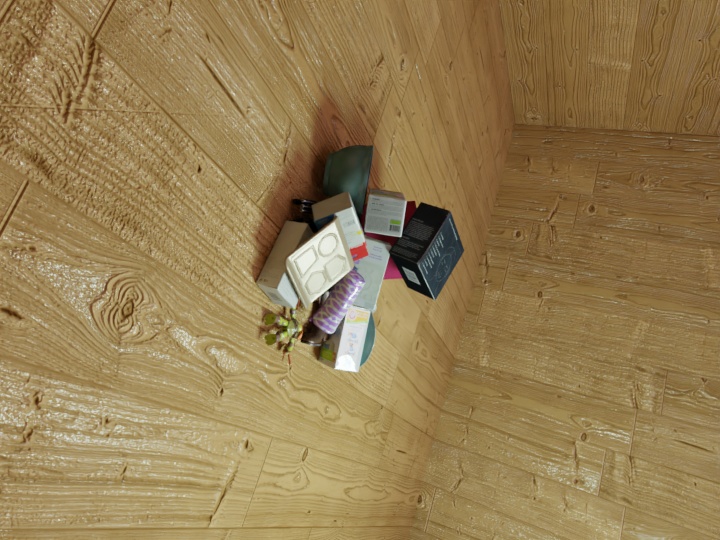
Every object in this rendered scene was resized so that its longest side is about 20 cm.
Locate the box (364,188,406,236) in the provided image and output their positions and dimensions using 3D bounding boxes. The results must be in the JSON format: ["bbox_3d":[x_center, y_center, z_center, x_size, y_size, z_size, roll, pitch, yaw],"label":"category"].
[{"bbox_3d":[0.071,-0.175,1.565,0.200,0.108,0.106,-80,179,-76],"label":"box"}]

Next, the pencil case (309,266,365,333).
[{"bbox_3d":[-0.064,0.085,1.554,0.204,0.084,0.084,-59,-165,9],"label":"pencil case"}]

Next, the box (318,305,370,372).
[{"bbox_3d":[-0.053,0.216,1.746,0.099,0.111,0.208,15,86,-35],"label":"box"}]

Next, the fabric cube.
[{"bbox_3d":[0.101,-0.104,1.808,0.202,0.191,0.203,-90,175,-60],"label":"fabric cube"}]

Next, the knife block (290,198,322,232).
[{"bbox_3d":[-0.125,-0.177,1.536,0.203,0.062,0.179,-59,148,-35],"label":"knife block"}]

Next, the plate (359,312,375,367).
[{"bbox_3d":[-0.016,0.225,1.801,0.025,0.198,0.208,15,85,-32],"label":"plate"}]

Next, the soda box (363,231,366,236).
[{"bbox_3d":[-0.025,-0.022,1.669,0.064,0.065,0.208,-113,-151,-76],"label":"soda box"}]

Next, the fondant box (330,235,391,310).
[{"bbox_3d":[0.000,0.000,1.614,0.058,0.139,0.208,-112,-143,-78],"label":"fondant box"}]

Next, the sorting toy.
[{"bbox_3d":[-0.110,-0.022,1.428,0.199,0.036,0.188,-42,139,-21],"label":"sorting toy"}]

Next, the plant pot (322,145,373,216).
[{"bbox_3d":[-0.040,-0.274,1.562,0.200,0.129,0.209,10,90,-89],"label":"plant pot"}]

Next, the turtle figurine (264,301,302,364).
[{"bbox_3d":[-0.206,0.173,1.496,0.160,0.062,0.209,5,95,-64],"label":"turtle figurine"}]

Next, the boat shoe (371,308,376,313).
[{"bbox_3d":[-0.005,0.110,1.892,0.066,0.072,0.202,-64,147,-16],"label":"boat shoe"}]

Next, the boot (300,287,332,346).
[{"bbox_3d":[-0.125,0.121,1.646,0.186,0.062,0.208,-17,118,-76],"label":"boot"}]

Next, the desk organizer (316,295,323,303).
[{"bbox_3d":[-0.118,-0.009,1.593,0.203,0.074,0.073,-65,170,-45],"label":"desk organizer"}]

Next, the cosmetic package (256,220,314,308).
[{"bbox_3d":[-0.191,-0.018,1.440,0.205,0.079,0.114,-67,150,-22],"label":"cosmetic package"}]

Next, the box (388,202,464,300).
[{"bbox_3d":[0.209,-0.059,1.636,0.199,0.122,0.202,-54,141,-17],"label":"box"}]

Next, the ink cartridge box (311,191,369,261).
[{"bbox_3d":[-0.053,-0.111,1.496,0.203,0.112,0.069,68,4,-48],"label":"ink cartridge box"}]
